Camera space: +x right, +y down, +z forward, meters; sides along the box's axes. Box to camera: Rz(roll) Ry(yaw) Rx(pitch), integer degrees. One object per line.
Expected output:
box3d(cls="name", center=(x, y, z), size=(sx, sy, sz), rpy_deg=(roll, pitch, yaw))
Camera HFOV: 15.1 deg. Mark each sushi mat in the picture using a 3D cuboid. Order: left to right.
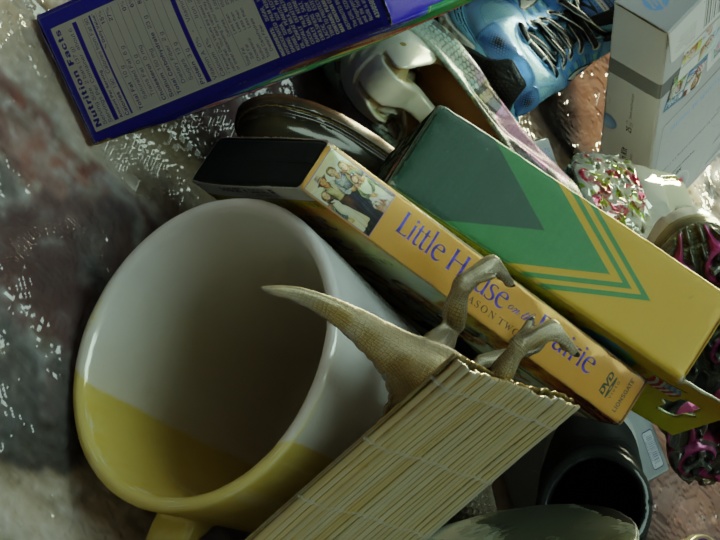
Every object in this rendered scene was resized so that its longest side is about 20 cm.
box3d(cls="sushi mat", center=(0.002, 0.110, 1.200), size=(0.096, 0.200, 0.012), rpy_deg=(19, 35, -49))

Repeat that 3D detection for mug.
box3d(cls="mug", center=(-0.044, 0.074, 1.283), size=(0.153, 0.187, 0.149), rpy_deg=(31, 19, -50))

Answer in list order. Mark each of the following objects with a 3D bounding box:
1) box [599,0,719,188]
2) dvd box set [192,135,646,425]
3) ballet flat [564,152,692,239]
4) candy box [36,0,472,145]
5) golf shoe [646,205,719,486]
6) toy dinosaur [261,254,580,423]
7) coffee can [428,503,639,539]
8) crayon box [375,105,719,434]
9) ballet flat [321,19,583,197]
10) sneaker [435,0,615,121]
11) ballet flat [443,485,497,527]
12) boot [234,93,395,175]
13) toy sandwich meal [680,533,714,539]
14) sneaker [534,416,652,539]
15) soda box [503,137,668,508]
box3d(cls="box", center=(0.202, -0.132, 1.578), size=(0.156, 0.041, 0.200), rpy_deg=(-46, 156, -24))
box3d(cls="dvd box set", center=(0.026, 0.004, 1.297), size=(0.200, 0.146, 0.029), rpy_deg=(36, 79, -22))
box3d(cls="ballet flat", center=(0.160, -0.027, 1.539), size=(0.200, 0.064, 0.076), rpy_deg=(50, 20, -70))
box3d(cls="candy box", center=(-0.026, -0.138, 1.316), size=(0.169, 0.200, 0.077), rpy_deg=(-27, 97, -51))
box3d(cls="golf shoe", center=(0.175, 0.029, 1.490), size=(0.200, 0.073, 0.092), rpy_deg=(78, -9, -48))
box3d(cls="toy dinosaur", center=(0.038, 0.046, 1.183), size=(0.058, 0.101, 0.200), rpy_deg=(44, -7, 37))
box3d(cls="coffee can", center=(0.083, 0.231, 1.297), size=(0.146, 0.146, 0.200), rpy_deg=(-30, 110, -52))
box3d(cls="crayon box", center=(0.096, 0.004, 1.313), size=(0.200, 0.127, 0.051), rpy_deg=(34, 79, -4))
box3d(cls="ballet flat", center=(0.040, -0.076, 1.423), size=(0.200, 0.069, 0.071), rpy_deg=(48, 21, 14))
box3d(cls="sneaker", center=(0.102, -0.138, 1.521), size=(0.078, 0.090, 0.200), rpy_deg=(61, 20, -11))
box3d(cls="ballet flat", center=(0.051, 0.128, 1.384), size=(0.046, 0.067, 0.200), rpy_deg=(-26, 107, -38))
box3d(cls="boot", center=(0.000, 0.000, 1.389), size=(0.200, 0.075, 0.097), rpy_deg=(44, 42, -32))
box3d(cls="toy sandwich meal", center=(0.225, 0.247, 1.554), size=(0.205, 0.070, 0.205), rpy_deg=(24, 57, -43))
box3d(cls="sneaker", center=(0.115, 0.173, 1.405), size=(0.099, 0.071, 0.200), rpy_deg=(-27, 118, -83))
box3d(cls="soda box", center=(0.096, 0.033, 1.494), size=(0.063, 0.068, 0.200), rpy_deg=(-20, 90, -53))
